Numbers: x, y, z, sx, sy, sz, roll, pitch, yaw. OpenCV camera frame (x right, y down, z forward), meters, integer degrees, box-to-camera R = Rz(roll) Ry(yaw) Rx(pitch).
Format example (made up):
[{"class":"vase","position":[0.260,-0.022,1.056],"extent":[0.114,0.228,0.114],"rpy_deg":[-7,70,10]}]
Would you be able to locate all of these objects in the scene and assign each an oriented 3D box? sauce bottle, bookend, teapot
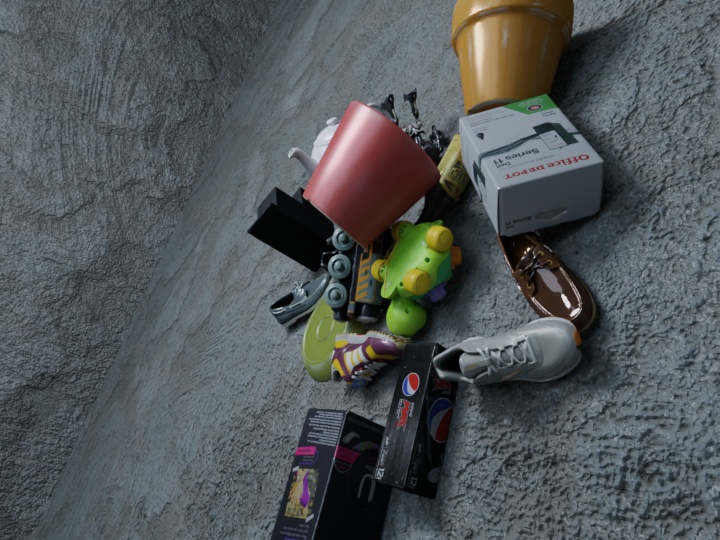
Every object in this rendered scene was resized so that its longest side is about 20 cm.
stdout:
[{"class":"sauce bottle","position":[0.158,-0.153,0.957],"extent":[0.066,0.065,0.203],"rpy_deg":[25,88,59]},{"class":"bookend","position":[-0.167,-0.130,1.286],"extent":[0.092,0.198,0.200],"rpy_deg":[-44,35,23]},{"class":"teapot","position":[-0.033,-0.277,1.208],"extent":[0.194,0.148,0.201],"rpy_deg":[-13,26,23]}]

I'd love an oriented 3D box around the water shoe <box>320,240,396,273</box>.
[{"class":"water shoe","position":[-0.006,-0.033,1.081],"extent":[0.199,0.078,0.073],"rpy_deg":[-31,41,40]}]

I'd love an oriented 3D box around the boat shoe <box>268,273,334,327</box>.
[{"class":"boat shoe","position":[-0.135,0.060,1.201],"extent":[0.199,0.062,0.073],"rpy_deg":[-38,20,35]}]

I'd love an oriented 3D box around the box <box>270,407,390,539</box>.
[{"class":"box","position":[-0.033,0.320,0.780],"extent":[0.105,0.121,0.203],"rpy_deg":[-12,55,50]}]

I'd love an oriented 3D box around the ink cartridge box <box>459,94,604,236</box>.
[{"class":"ink cartridge box","position":[0.236,-0.155,0.760],"extent":[0.144,0.084,0.202],"rpy_deg":[-14,43,3]}]

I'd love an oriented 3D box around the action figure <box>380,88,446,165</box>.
[{"class":"action figure","position":[0.116,-0.259,1.071],"extent":[0.117,0.102,0.203],"rpy_deg":[-21,83,9]}]

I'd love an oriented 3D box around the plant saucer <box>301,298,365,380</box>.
[{"class":"plant saucer","position":[-0.063,0.122,1.084],"extent":[0.199,0.031,0.203],"rpy_deg":[-37,37,34]}]

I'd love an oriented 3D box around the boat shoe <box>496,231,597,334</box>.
[{"class":"boat shoe","position":[0.234,0.005,0.702],"extent":[0.072,0.067,0.201],"rpy_deg":[-47,33,20]}]

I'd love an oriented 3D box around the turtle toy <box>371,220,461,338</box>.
[{"class":"turtle toy","position":[0.093,0.010,0.875],"extent":[0.203,0.100,0.145],"rpy_deg":[-63,29,-4]}]

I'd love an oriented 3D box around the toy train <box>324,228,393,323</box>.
[{"class":"toy train","position":[0.000,0.000,0.999],"extent":[0.112,0.085,0.204],"rpy_deg":[6,84,13]}]

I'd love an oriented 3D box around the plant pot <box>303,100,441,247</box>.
[{"class":"plant pot","position":[0.008,-0.152,0.906],"extent":[0.178,0.200,0.200],"rpy_deg":[-51,31,3]}]

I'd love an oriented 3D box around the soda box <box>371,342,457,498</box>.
[{"class":"soda box","position":[0.084,0.208,0.758],"extent":[0.070,0.063,0.203],"rpy_deg":[-12,56,51]}]

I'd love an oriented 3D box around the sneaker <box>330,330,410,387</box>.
[{"class":"sneaker","position":[0.015,0.156,0.908],"extent":[0.199,0.074,0.092],"rpy_deg":[-15,60,58]}]

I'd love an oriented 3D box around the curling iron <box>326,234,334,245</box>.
[{"class":"curling iron","position":[0.013,-0.112,1.083],"extent":[0.198,0.050,0.026],"rpy_deg":[-34,45,-6]}]

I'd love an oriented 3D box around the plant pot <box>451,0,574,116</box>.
[{"class":"plant pot","position":[0.244,-0.340,0.880],"extent":[0.199,0.197,0.187],"rpy_deg":[-6,74,54]}]

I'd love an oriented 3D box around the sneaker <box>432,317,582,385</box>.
[{"class":"sneaker","position":[0.175,0.112,0.659],"extent":[0.199,0.091,0.077],"rpy_deg":[-28,73,48]}]
